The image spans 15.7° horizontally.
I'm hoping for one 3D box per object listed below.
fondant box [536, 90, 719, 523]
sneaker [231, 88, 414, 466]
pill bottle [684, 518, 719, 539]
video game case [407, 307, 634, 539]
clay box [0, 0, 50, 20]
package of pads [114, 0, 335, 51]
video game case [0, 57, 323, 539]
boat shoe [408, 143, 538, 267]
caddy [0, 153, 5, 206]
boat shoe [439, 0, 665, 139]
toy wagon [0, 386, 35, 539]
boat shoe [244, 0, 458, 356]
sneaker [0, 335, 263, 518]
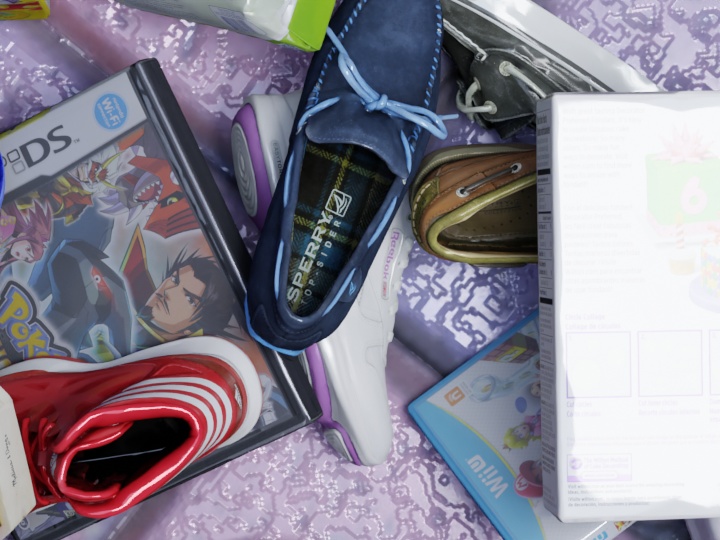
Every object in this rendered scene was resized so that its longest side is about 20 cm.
[{"bbox_3d":[0.159,0.016,1.239,0.143,0.058,0.202,-1,92,-3],"label":"fondant box"},{"bbox_3d":[0.000,0.000,1.340,0.099,0.075,0.202,-15,97,-18],"label":"sneaker"},{"bbox_3d":[0.264,0.097,1.332,0.199,0.112,0.113,-20,91,-3],"label":"pill bottle"},{"bbox_3d":[0.136,0.055,1.325,0.200,0.143,0.018,-37,134,-2],"label":"video game case"},{"bbox_3d":[-0.181,-0.189,1.270,0.047,0.200,0.116,-3,89,-2],"label":"clay box"},{"bbox_3d":[-0.059,-0.221,1.304,0.068,0.154,0.201,20,88,-45],"label":"package of pads"},{"bbox_3d":[-0.139,0.020,1.327,0.180,0.025,0.201,-25,91,19],"label":"video game case"},{"bbox_3d":[0.124,-0.033,1.303,0.198,0.068,0.072,-12,113,0],"label":"boat shoe"},{"bbox_3d":[-0.261,-0.076,1.286,0.141,0.105,0.200,-23,55,-24],"label":"caddy"},{"bbox_3d":[0.083,-0.101,1.346,0.199,0.071,0.064,31,87,-4],"label":"boat shoe"},{"bbox_3d":[-0.247,0.075,1.248,0.199,0.040,0.156,10,126,26],"label":"toy wagon"},{"bbox_3d":[0.003,-0.054,1.274,0.084,0.069,0.201,15,80,-10],"label":"boat shoe"},{"bbox_3d":[-0.155,0.085,1.268,0.199,0.115,0.079,-21,93,19],"label":"sneaker"}]
